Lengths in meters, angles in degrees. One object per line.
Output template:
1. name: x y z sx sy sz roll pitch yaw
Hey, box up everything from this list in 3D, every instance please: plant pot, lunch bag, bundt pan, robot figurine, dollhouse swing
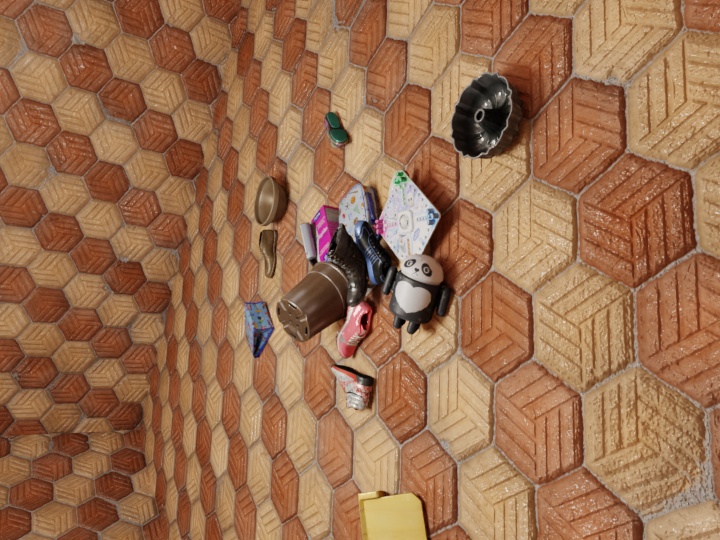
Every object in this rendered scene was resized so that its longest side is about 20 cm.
1. plant pot: -0.362 -0.282 2.280 0.199 0.091 0.207 -15 72 55
2. lunch bag: -0.447 0.257 2.318 0.152 0.092 0.203 61 141 38
3. plant pot: -0.149 0.109 1.728 0.197 0.197 0.205 26 134 30
4. bundt pan: 0.308 -0.361 1.316 0.200 0.074 0.208 -14 72 53
5. lunch bag: 0.000 -0.161 1.739 0.159 0.074 0.205 -36 54 44
6. robot figurine: 0.143 0.060 1.434 0.125 0.146 0.205 -136 60 -64
7. dollhouse swing: 0.092 0.693 1.469 0.182 0.171 0.205 72 -171 -68

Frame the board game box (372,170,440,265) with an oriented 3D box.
1. board game box: 0.118 -0.132 1.499 0.202 0.025 0.203 55 136 35

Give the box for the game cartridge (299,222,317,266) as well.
1. game cartridge: -0.173 -0.092 1.907 0.200 0.040 0.137 84 177 -81

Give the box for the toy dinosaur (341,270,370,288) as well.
1. toy dinosaur: 0.000 0.000 1.717 0.197 0.060 0.109 -25 58 26

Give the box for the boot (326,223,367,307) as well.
1. boot: -0.044 -0.013 1.601 0.068 0.173 0.206 -1 69 36

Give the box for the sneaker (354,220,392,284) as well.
1. sneaker: 0.047 -0.054 1.603 0.077 0.070 0.204 -4 114 43

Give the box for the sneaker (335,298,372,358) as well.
1. sneaker: -0.017 0.186 1.695 0.086 0.072 0.205 33 111 51

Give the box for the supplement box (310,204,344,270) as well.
1. supplement box: -0.089 -0.102 1.835 0.101 0.101 0.204 -46 47 42

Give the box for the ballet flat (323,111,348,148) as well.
1. ballet flat: -0.090 -0.482 1.949 0.072 0.067 0.203 105 154 -43

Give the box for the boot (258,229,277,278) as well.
1. boot: -0.395 -0.071 2.304 0.073 0.074 0.207 -6 79 53

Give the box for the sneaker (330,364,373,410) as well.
1. sneaker: -0.038 0.362 1.697 0.199 0.066 0.111 10 90 53

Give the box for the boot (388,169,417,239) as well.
1. boot: 0.144 -0.180 1.534 0.143 0.071 0.207 8 98 56
